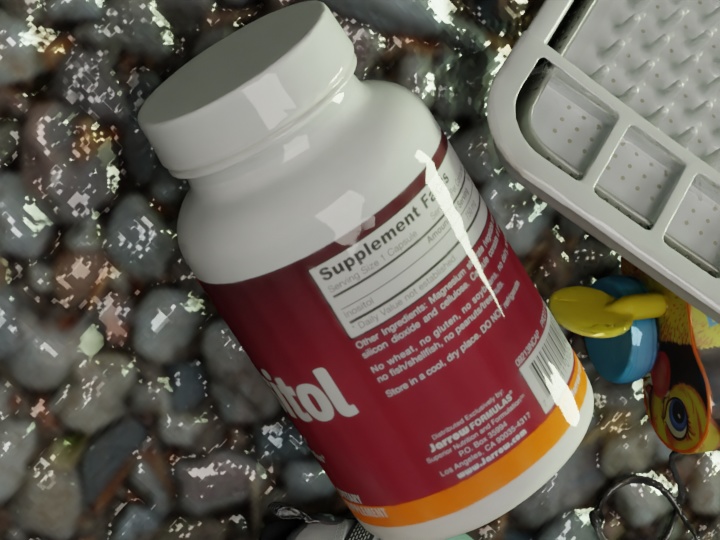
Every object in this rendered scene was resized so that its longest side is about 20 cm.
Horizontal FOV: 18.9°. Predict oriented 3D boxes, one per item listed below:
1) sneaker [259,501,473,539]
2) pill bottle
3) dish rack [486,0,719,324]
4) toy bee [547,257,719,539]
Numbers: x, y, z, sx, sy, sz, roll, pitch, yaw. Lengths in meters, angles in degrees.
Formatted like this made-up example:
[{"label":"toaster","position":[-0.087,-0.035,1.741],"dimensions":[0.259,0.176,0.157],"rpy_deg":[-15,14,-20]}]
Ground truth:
[{"label":"sneaker","position":[-0.034,0.193,0.904],"dimensions":[0.140,0.078,0.200],"rpy_deg":[14,86,-22]},{"label":"pill bottle","position":[0.000,0.000,0.853],"dimensions":[0.113,0.113,0.200],"rpy_deg":[-36,110,-11]},{"label":"dish rack","position":[0.151,-0.074,0.890],"dimensions":[0.172,0.044,0.200],"rpy_deg":[34,64,-4]},{"label":"toy bee","position":[0.153,0.033,0.923],"dimensions":[0.131,0.109,0.200],"rpy_deg":[-27,109,-16]}]
